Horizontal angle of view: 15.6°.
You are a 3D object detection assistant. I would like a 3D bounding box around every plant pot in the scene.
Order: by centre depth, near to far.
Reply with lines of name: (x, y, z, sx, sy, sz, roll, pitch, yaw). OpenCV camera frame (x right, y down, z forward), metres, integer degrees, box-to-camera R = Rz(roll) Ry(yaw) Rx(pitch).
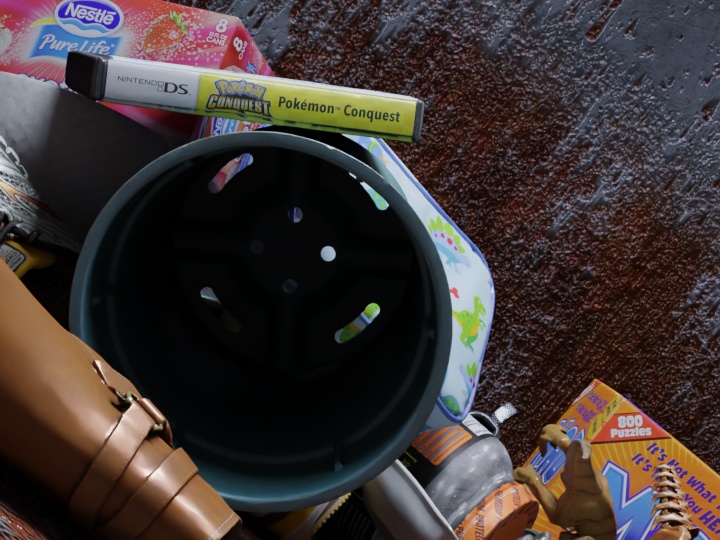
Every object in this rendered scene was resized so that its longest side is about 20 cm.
plant pot: (-0.046, 0.008, 1.447, 0.200, 0.200, 0.196, 40, 11, -5)

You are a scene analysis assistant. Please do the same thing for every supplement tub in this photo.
supplement tub: (0.014, 0.125, 1.742, 0.200, 0.123, 0.123, 41, 1, 20)

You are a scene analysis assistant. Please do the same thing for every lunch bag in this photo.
lunch bag: (0.000, 0.000, 1.651, 0.200, 0.082, 0.161, 47, 37, -30)

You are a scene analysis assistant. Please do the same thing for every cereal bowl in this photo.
cereal bowl: (-0.187, -0.039, 1.620, 0.199, 0.084, 0.200, 19, -18, 6)

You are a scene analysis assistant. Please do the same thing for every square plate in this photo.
square plate: (0.059, 0.198, 1.501, 0.199, 0.028, 0.200, 60, -6, -19)

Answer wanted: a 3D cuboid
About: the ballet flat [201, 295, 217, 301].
ballet flat: (-0.138, 0.042, 1.799, 0.200, 0.067, 0.067, 35, 25, -49)

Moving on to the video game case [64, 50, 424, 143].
video game case: (-0.071, -0.101, 1.491, 0.179, 0.026, 0.200, 7, 5, -11)

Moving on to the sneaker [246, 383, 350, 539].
sneaker: (-0.060, 0.096, 1.574, 0.090, 0.075, 0.200, 45, -1, -15)

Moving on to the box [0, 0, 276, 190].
box: (-0.166, -0.117, 1.668, 0.199, 0.100, 0.096, 15, -19, 21)

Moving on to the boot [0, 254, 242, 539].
boot: (-0.118, 0.062, 1.044, 0.155, 0.074, 0.200, 44, 4, 10)

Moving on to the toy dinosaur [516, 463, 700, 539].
toy dinosaur: (0.157, 0.205, 1.565, 0.200, 0.135, 0.103, -47, 129, -54)

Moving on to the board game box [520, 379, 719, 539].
board game box: (0.204, 0.229, 2.026, 0.199, 0.200, 0.200, 39, 1, -2)

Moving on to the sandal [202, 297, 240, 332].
sandal: (-0.122, 0.040, 1.714, 0.069, 0.078, 0.212, 29, -5, 11)

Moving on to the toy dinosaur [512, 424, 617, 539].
toy dinosaur: (0.146, 0.144, 1.740, 0.106, 0.060, 0.201, 38, -24, 39)

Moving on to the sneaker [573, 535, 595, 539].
sneaker: (0.142, 0.249, 1.739, 0.200, 0.089, 0.067, 55, 20, -50)

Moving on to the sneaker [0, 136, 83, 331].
sneaker: (-0.200, -0.021, 1.460, 0.200, 0.078, 0.082, 40, 2, -8)

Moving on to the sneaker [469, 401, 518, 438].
sneaker: (0.069, 0.154, 1.950, 0.078, 0.140, 0.200, 39, 1, 14)
